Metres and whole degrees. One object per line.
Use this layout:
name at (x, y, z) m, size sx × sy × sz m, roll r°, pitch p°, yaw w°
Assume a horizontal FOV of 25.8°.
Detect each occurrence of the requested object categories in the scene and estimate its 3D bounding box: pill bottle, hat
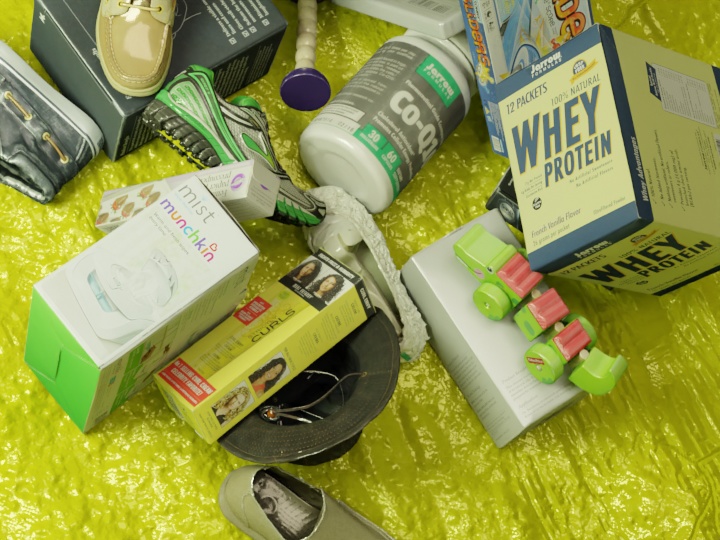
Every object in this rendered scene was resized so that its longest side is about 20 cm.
pill bottle at (0.038, -0.161, 1.570) m, size 0.113 × 0.113 × 0.200 m, roll 39°, pitch 65°, yaw 2°
hat at (-0.040, 0.121, 1.446) m, size 0.199 × 0.081 × 0.201 m, roll -15°, pitch 39°, yaw 12°

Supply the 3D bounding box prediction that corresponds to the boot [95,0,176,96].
boot at (-0.192, -0.274, 1.411) m, size 0.072 × 0.156 × 0.201 m, roll 8°, pitch 67°, yaw -11°

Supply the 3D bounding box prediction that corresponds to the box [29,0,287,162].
box at (-0.198, -0.229, 1.537) m, size 0.199 × 0.107 × 0.149 m, roll -33°, pitch 81°, yaw -24°

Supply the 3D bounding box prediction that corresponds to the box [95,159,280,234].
box at (-0.161, -0.062, 1.441) m, size 0.041 × 0.199 × 0.039 m, roll 33°, pitch 59°, yaw -42°

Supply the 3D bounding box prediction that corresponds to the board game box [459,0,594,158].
board game box at (0.171, -0.228, 1.554) m, size 0.135 × 0.201 × 0.034 m, roll -33°, pitch 37°, yaw -23°

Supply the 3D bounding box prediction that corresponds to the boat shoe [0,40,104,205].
boat shoe at (-0.345, -0.152, 1.486) m, size 0.200 × 0.071 × 0.091 m, roll 37°, pitch 61°, yaw -1°

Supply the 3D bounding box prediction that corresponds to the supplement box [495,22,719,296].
supplement box at (0.257, -0.100, 1.501) m, size 0.199 × 0.134 × 0.201 m, roll 10°, pitch 62°, yaw -41°

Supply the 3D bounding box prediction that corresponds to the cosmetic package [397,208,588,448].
cosmetic package at (0.133, 0.056, 1.529) m, size 0.112 × 0.081 × 0.201 m, roll -27°, pitch 77°, yaw -23°

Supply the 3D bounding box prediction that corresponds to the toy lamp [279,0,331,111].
toy lamp at (-0.055, -0.253, 1.594) m, size 0.058 × 0.058 × 0.201 m, roll 8°, pitch 50°, yaw -12°

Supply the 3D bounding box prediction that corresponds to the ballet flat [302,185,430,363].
ballet flat at (0.000, 0.000, 1.513) m, size 0.071 × 0.072 × 0.201 m, roll -30°, pitch 80°, yaw -23°

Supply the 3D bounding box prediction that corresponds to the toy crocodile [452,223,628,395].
toy crocodile at (0.165, 0.037, 1.466) m, size 0.067 × 0.062 × 0.200 m, roll -36°, pitch 81°, yaw -26°

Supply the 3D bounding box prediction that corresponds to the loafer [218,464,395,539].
loafer at (-0.037, 0.240, 1.417) m, size 0.199 × 0.068 × 0.076 m, roll 29°, pitch 65°, yaw -2°

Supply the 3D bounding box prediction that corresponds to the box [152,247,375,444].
box at (-0.086, 0.066, 1.426) m, size 0.200 × 0.050 × 0.075 m, roll -38°, pitch 43°, yaw -17°

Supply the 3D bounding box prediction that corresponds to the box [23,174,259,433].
box at (-0.194, 0.035, 1.384) m, size 0.176 × 0.200 × 0.097 m, roll -38°, pitch 82°, yaw -23°

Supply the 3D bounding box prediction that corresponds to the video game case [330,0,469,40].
video game case at (0.092, -0.302, 1.618) m, size 0.181 × 0.200 × 0.023 m, roll -32°, pitch 124°, yaw -23°

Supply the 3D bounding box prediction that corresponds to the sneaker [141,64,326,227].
sneaker at (-0.103, -0.112, 1.469) m, size 0.200 × 0.078 × 0.085 m, roll 41°, pitch 78°, yaw -22°

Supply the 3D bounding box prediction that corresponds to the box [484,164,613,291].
box at (0.244, -0.103, 1.640) m, size 0.160 × 0.044 × 0.201 m, roll 34°, pitch 64°, yaw 1°
